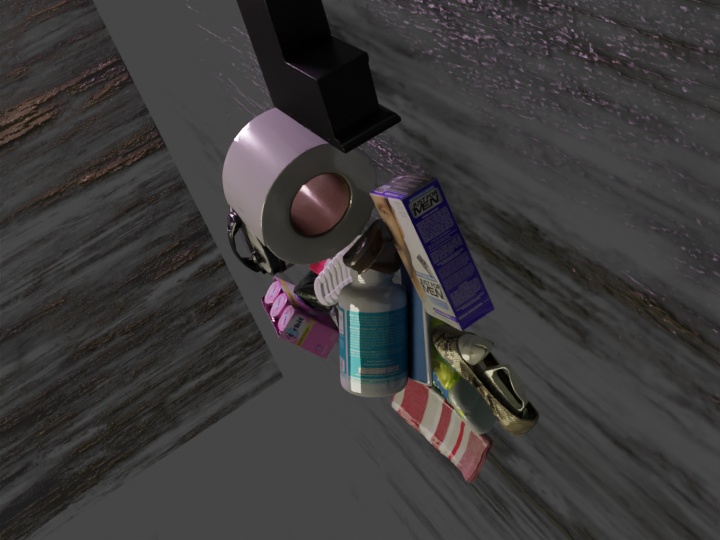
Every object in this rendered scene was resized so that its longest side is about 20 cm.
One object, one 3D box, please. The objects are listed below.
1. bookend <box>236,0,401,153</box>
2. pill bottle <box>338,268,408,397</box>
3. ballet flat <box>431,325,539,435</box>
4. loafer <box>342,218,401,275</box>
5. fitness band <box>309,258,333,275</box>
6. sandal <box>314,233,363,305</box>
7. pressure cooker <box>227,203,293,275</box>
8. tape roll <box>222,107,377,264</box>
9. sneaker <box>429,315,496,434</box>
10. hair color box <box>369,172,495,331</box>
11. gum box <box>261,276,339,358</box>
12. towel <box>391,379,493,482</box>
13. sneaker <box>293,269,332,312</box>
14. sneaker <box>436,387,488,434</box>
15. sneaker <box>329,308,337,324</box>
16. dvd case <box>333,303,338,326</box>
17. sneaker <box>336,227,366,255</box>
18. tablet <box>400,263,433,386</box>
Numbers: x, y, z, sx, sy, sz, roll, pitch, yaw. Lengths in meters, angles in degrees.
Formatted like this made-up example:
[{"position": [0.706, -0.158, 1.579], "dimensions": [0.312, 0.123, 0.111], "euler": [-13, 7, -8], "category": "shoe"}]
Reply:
[{"position": [-0.059, -0.283, 1.000], "dimensions": [0.199, 0.092, 0.201], "euler": [40, 156, 47], "category": "bookend"}, {"position": [0.020, 0.088, 1.250], "dimensions": [0.111, 0.110, 0.202], "euler": [-152, 59, -63], "category": "pill bottle"}, {"position": [0.187, 0.146, 1.146], "dimensions": [0.200, 0.068, 0.075], "euler": [51, 143, 8], "category": "ballet flat"}, {"position": [0.036, -0.032, 1.150], "dimensions": [0.071, 0.073, 0.200], "euler": [45, -158, 2], "category": "loafer"}, {"position": [-0.015, 0.023, 1.469], "dimensions": [0.143, 0.038, 0.200], "euler": [30, -179, -32], "category": "fitness band"}, {"position": [-0.003, -0.007, 1.341], "dimensions": [0.202, 0.050, 0.083], "euler": [-30, 76, 38], "category": "sandal"}, {"position": [-0.160, -0.091, 1.526], "dimensions": [0.177, 0.199, 0.179], "euler": [59, 167, -8], "category": "pressure cooker"}, {"position": [-0.092, -0.130, 1.212], "dimensions": [0.139, 0.202, 0.204], "euler": [45, 161, 42], "category": "tape roll"}, {"position": [0.145, 0.164, 1.258], "dimensions": [0.202, 0.075, 0.105], "euler": [68, 158, 9], "category": "sneaker"}, {"position": [0.096, -0.027, 1.069], "dimensions": [0.201, 0.064, 0.109], "euler": [65, 166, -18], "category": "hair color box"}, {"position": [-0.127, 0.092, 1.648], "dimensions": [0.113, 0.066, 0.200], "euler": [27, -170, -26], "category": "gum box"}, {"position": [0.128, 0.250, 1.316], "dimensions": [0.200, 0.023, 0.145], "euler": [41, 149, 25], "category": "towel"}, {"position": [-0.085, 0.028, 1.566], "dimensions": [0.075, 0.080, 0.200], "euler": [33, 177, -16], "category": "sneaker"}, {"position": [0.130, 0.199, 1.343], "dimensions": [0.140, 0.078, 0.200], "euler": [51, 172, -38], "category": "sneaker"}, {"position": [-0.041, 0.077, 1.714], "dimensions": [0.086, 0.075, 0.202], "euler": [12, 125, 53], "category": "sneaker"}, {"position": [0.000, 0.139, 1.525], "dimensions": [0.149, 0.016, 0.200], "euler": [52, 168, 19], "category": "dvd case"}, {"position": [-0.024, -0.077, 1.382], "dimensions": [0.080, 0.070, 0.201], "euler": [28, 155, 54], "category": "sneaker"}, {"position": [0.086, 0.072, 1.225], "dimensions": [0.130, 0.014, 0.202], "euler": [164, 102, -79], "category": "tablet"}]
